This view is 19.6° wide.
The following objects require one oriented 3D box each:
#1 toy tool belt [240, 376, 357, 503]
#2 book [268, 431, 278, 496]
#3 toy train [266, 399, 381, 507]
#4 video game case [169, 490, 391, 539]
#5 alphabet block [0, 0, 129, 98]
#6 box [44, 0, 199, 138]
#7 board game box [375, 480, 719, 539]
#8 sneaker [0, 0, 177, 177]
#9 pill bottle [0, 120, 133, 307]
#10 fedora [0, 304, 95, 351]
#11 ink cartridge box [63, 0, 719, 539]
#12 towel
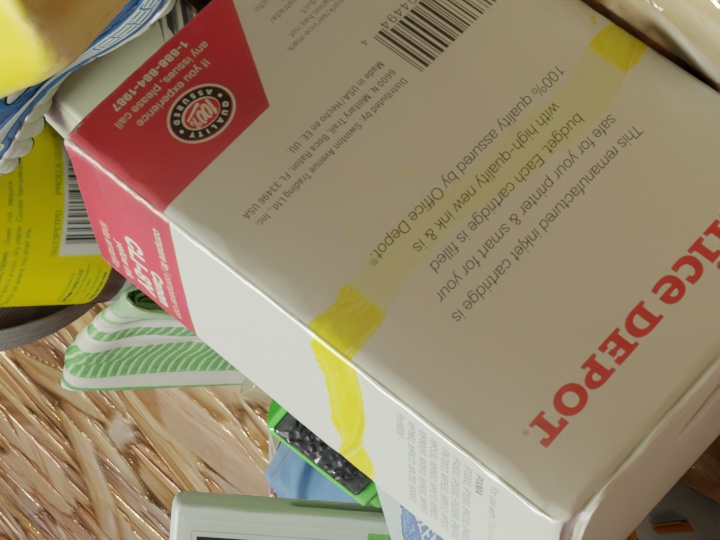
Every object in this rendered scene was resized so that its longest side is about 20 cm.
[{"bbox_3d":[0.030,0.099,0.919,0.123,0.125,0.200,47,162,-32],"label":"toy tool belt"},{"bbox_3d":[-0.027,0.179,1.232,0.200,0.048,0.134,96,159,-66],"label":"book"},{"bbox_3d":[0.045,0.099,0.794,0.200,0.042,0.056,39,-168,-9],"label":"toy train"},{"bbox_3d":[0.006,0.193,0.851,0.181,0.201,0.022,5,-169,-5],"label":"video game case"},{"bbox_3d":[-0.127,-0.162,0.529,0.195,0.200,0.197,-16,120,49],"label":"alphabet block"},{"bbox_3d":[-0.110,-0.094,0.851,0.200,0.068,0.082,43,171,19],"label":"box"},{"bbox_3d":[0.100,0.135,0.716,0.199,0.041,0.200,30,-156,-29],"label":"board game box"},{"bbox_3d":[-0.131,-0.097,0.751,0.079,0.089,0.200,50,122,15],"label":"sneaker"},{"bbox_3d":[-0.194,-0.037,0.912,0.109,0.199,0.110,5,96,61],"label":"pill bottle"},{"bbox_3d":[-0.219,-0.031,1.137,0.176,0.200,0.091,8,115,11],"label":"fedora"},{"bbox_3d":[0.031,-0.012,0.654,0.200,0.145,0.084,38,158,21],"label":"ink cartridge box"},{"bbox_3d":[-0.052,0.032,0.950,0.200,0.152,0.024,149,119,-70],"label":"towel"}]
